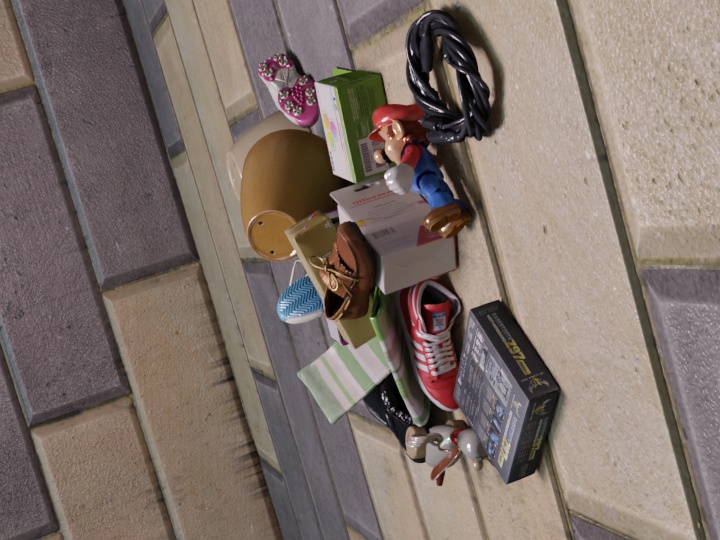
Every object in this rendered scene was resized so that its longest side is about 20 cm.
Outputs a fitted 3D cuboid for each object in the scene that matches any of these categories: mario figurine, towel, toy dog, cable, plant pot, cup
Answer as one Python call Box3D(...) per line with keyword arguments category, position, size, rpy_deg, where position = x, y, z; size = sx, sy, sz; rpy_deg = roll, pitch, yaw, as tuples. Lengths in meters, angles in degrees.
Box3D(category="mario figurine", position=(0.064, -0.130, 1.514), size=(0.124, 0.105, 0.201), rpy_deg=(102, 145, -62))
Box3D(category="towel", position=(-0.003, 0.142, 1.865), size=(0.023, 0.200, 0.153), rpy_deg=(49, 179, -36))
Box3D(category="toy dog", position=(0.135, 0.278, 1.684), size=(0.200, 0.130, 0.098), rpy_deg=(34, -131, -88))
Box3D(category="towel", position=(0.066, 0.115, 1.720), size=(0.150, 0.030, 0.202), rpy_deg=(-80, -29, -60))
Box3D(category="cable", position=(0.108, -0.235, 1.376), size=(0.200, 0.050, 0.165), rpy_deg=(-165, 64, -74))
Box3D(category="plant pot", position=(-0.123, -0.106, 1.867), size=(0.201, 0.184, 0.188), rpy_deg=(-77, -19, -59))
Box3D(category="cup", position=(-0.170, -0.193, 2.135), size=(0.200, 0.142, 0.203), rpy_deg=(163, 90, -74))

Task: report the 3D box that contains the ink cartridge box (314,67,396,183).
Box3D(category="ink cartridge box", position=(-0.024, -0.226, 1.744), size=(0.200, 0.075, 0.149), rpy_deg=(-150, 45, -64))

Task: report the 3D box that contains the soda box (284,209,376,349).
Box3D(category="soda box", position=(-0.036, 0.014, 1.713), size=(0.201, 0.064, 0.068), rpy_deg=(61, 171, -19))

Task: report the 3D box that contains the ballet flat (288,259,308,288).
Box3D(category="ballet flat", position=(-0.076, -0.015, 1.943), size=(0.069, 0.201, 0.070), rpy_deg=(23, 161, 9))

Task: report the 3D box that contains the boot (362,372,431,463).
Box3D(category="boot", position=(0.059, 0.209, 1.885), size=(0.201, 0.076, 0.169), rpy_deg=(53, 166, 32))

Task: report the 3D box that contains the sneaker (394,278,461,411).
Box3D(category="sneaker", position=(0.114, 0.106, 1.649), size=(0.202, 0.071, 0.112), rpy_deg=(68, 160, 3))

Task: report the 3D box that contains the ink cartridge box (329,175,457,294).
Box3D(category="ink cartridge box", position=(0.043, -0.058, 1.631), size=(0.200, 0.115, 0.068), rpy_deg=(-127, 24, -51))

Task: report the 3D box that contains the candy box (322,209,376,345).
Box3D(category="candy box", position=(0.000, 0.000, 1.795), size=(0.061, 0.135, 0.202), rpy_deg=(-153, 49, -66))

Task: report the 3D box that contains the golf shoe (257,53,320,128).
Box3D(category="golf shoe", position=(-0.113, -0.300, 1.995), size=(0.201, 0.075, 0.092), rpy_deg=(59, 174, 43))

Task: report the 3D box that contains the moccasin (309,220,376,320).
Box3D(category="moccasin", position=(-0.026, 0.005, 1.575), size=(0.202, 0.077, 0.074), rpy_deg=(102, 146, -61))

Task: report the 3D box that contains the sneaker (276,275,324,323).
Box3D(category="sneaker", position=(-0.045, 0.042, 1.876), size=(0.077, 0.198, 0.081), rpy_deg=(51, 156, 33))

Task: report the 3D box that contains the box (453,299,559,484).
Box3D(category="box", position=(0.188, 0.162, 1.501), size=(0.201, 0.051, 0.158), rpy_deg=(93, 154, -48))
